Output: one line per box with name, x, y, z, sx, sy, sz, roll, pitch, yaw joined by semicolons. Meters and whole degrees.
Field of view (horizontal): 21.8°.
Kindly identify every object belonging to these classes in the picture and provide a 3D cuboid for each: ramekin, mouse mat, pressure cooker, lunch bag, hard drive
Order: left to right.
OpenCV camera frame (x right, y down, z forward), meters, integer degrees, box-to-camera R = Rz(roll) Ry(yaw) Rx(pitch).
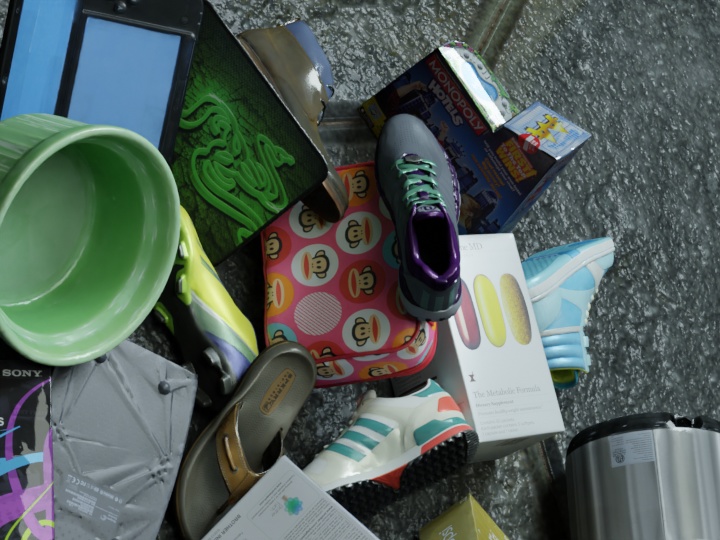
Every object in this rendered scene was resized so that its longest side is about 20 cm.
ramekin;-0.252;-0.032;1.520;0.200;0.097;0.201;-25;125;-41
hard drive;-0.220;0.154;1.569;0.134;0.042;0.201;28;58;-23
mouse mat;-0.140;-0.121;1.669;0.200;0.161;0.008;53;21;1
lunch bag;0.000;0.000;1.703;0.082;0.175;0.201;50;34;-61
pressure cooker;0.285;0.254;1.798;0.178;0.176;0.201;11;61;-27

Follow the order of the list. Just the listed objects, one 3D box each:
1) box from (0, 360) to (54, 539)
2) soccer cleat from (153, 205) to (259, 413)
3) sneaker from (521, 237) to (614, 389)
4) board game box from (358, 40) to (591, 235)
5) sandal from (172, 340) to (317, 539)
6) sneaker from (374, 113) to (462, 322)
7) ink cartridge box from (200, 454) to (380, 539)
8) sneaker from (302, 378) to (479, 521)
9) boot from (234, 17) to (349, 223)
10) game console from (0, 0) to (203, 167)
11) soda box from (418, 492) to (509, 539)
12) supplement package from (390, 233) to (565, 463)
box;-0.314;0.167;1.473;0.142;0.036;0.201;1;65;-16
soccer cleat;-0.140;0.033;1.673;0.084;0.065;0.201;-8;74;-56
sneaker;0.209;0.046;1.905;0.200;0.079;0.131;-26;101;-48
board game box;0.121;-0.127;1.826;0.062;0.200;0.200;-36;94;-38
sandal;-0.093;0.154;1.610;0.082;0.055;0.200;41;78;-31
sneaker;0.060;-0.060;1.634;0.074;0.088;0.201;-8;67;-9
ink cartridge box;-0.037;0.275;1.553;0.200;0.076;0.136;39;71;19
sneaker;0.003;0.164;1.687;0.199;0.070;0.094;-24;52;-6
boot;-0.046;-0.144;1.702;0.097;0.075;0.200;-29;81;-28
game console;-0.227;-0.153;1.585;0.175;0.116;0.201;10;102;-17
soda box;0.099;0.275;1.654;0.068;0.064;0.200;51;9;-13
supplement package;0.098;0.077;1.782;0.113;0.109;0.201;-4;73;-37
